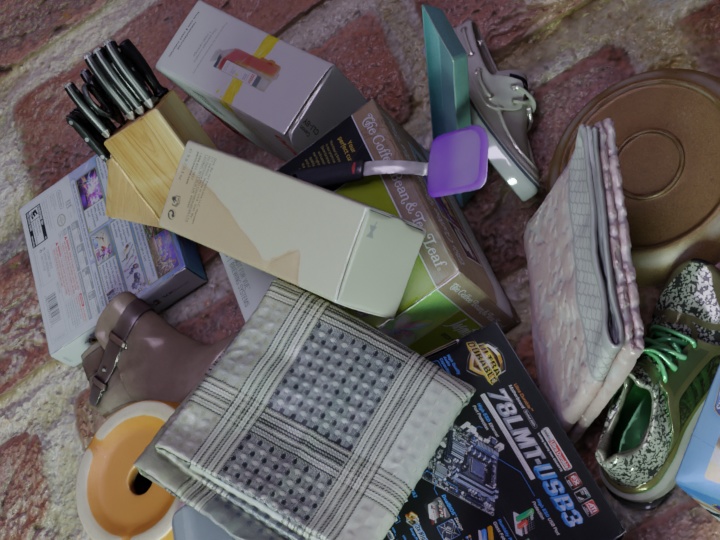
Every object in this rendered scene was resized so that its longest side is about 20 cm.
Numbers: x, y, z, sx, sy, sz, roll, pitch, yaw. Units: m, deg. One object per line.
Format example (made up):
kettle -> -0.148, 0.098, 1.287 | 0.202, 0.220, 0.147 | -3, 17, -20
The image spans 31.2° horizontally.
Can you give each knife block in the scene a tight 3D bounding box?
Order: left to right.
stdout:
knife block -> -0.188, -0.132, 1.252 | 0.197, 0.064, 0.178 | 13, 117, 4

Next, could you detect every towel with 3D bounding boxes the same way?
towel -> -0.042, 0.119, 0.964 | 0.191, 0.035, 0.201 | 29, 66, 15
towel -> 0.168, 0.014, 1.009 | 0.032, 0.192, 0.202 | 2, 62, -7

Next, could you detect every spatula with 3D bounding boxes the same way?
spatula -> 0.019, -0.084, 1.067 | 0.198, 0.021, 0.057 | -3, 72, 29

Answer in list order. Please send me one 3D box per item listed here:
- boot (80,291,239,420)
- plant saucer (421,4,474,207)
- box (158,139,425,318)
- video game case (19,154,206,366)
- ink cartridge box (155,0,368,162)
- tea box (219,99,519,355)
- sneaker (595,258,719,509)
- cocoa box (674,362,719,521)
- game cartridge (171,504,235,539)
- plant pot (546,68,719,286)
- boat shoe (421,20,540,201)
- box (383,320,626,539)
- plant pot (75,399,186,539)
boot -> -0.192, 0.079, 1.248 | 0.200, 0.070, 0.147 | -46, 67, 18
plant saucer -> 0.079, -0.141, 1.123 | 0.019, 0.201, 0.070 | -21, 57, -6
box -> -0.057, -0.035, 1.042 | 0.199, 0.095, 0.079 | 22, 92, 36
video game case -> -0.266, -0.028, 1.367 | 0.180, 0.045, 0.202 | -32, 57, 17
ink cartridge box -> -0.079, -0.165, 1.251 | 0.199, 0.145, 0.084 | 32, 86, 36
tea box -> 0.000, 0.000, 1.138 | 0.196, 0.133, 0.201 | -34, 56, 15
sneaker -> 0.232, 0.080, 0.990 | 0.076, 0.088, 0.202 | 14, 78, 34
cocoa box -> 0.328, 0.093, 0.900 | 0.132, 0.131, 0.202 | 18, 79, 35
game cartridge -> -0.042, 0.224, 0.992 | 0.042, 0.197, 0.135 | 121, 142, -56
plant pot -> 0.246, -0.086, 1.092 | 0.198, 0.027, 0.203 | -13, 63, 26
boat shoe -> 0.125, -0.153, 1.172 | 0.069, 0.071, 0.201 | -34, 51, 12
box -> 0.067, 0.165, 0.983 | 0.197, 0.050, 0.201 | -24, 64, -14
plant pot -> -0.140, 0.197, 1.108 | 0.198, 0.183, 0.203 | -12, 64, 27
